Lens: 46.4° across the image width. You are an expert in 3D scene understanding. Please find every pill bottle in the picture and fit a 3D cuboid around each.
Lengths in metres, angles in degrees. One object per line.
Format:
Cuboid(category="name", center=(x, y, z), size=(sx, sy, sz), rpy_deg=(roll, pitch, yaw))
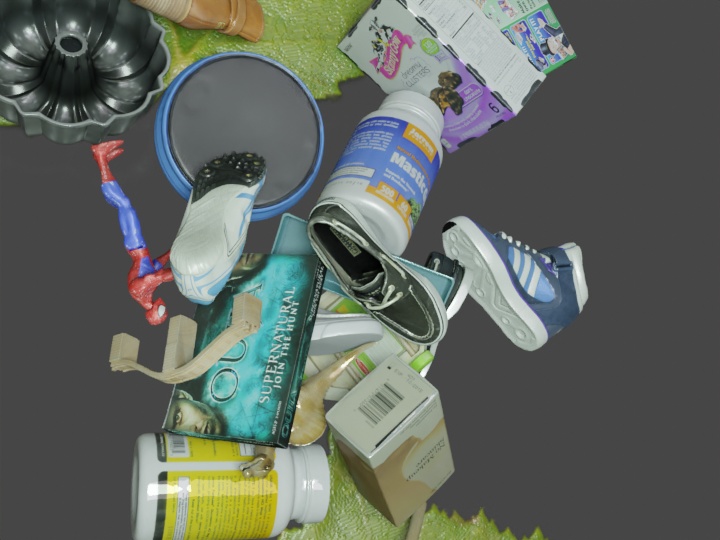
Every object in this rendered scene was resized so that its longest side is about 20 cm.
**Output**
Cuboid(category="pill bottle", center=(0.031, -0.115, 0.971), size=(0.112, 0.112, 0.200), rpy_deg=(34, 55, -13))
Cuboid(category="pill bottle", center=(-0.139, 0.230, 0.896), size=(0.199, 0.112, 0.113), rpy_deg=(4, 84, -19))

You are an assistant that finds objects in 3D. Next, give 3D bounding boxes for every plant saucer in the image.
Cuboid(category="plant saucer", center=(0.000, 0.000, 0.923), size=(0.199, 0.019, 0.070), rpy_deg=(22, 114, 2))

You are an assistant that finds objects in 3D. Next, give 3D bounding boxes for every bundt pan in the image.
Cuboid(category="bundt pan", center=(-0.305, -0.215, 0.881), size=(0.201, 0.076, 0.202), rpy_deg=(9, 63, -17))

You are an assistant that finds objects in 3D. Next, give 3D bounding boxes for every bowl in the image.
Cuboid(category="bowl", center=(-0.136, -0.158, 0.974), size=(0.200, 0.039, 0.201), rpy_deg=(2, 84, -20))

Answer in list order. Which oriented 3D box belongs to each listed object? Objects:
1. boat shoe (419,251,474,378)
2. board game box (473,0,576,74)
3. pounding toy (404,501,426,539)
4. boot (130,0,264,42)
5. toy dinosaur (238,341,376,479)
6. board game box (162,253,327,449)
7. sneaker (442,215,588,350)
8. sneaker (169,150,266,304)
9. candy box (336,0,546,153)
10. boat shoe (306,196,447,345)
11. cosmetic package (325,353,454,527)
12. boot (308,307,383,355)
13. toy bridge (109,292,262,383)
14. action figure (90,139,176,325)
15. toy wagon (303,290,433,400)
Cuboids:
Cuboid(category="boat shoe", center=(0.066, 0.073, 1.009), size=(0.060, 0.076, 0.200), rpy_deg=(29, 73, -7))
Cuboid(category="board game box", center=(0.185, -0.339, 1.110), size=(0.134, 0.029, 0.200), rpy_deg=(-32, 96, -19))
Cuboid(category="pounding toy", center=(0.030, 0.376, 0.920), size=(0.199, 0.184, 0.143), rpy_deg=(-14, 101, -20))
Cuboid(category="boot", center=(-0.191, -0.346, 0.951), size=(0.155, 0.077, 0.200), rpy_deg=(9, 44, -39))
Cuboid(category="toy dinosaur", center=(-0.074, 0.138, 0.894), size=(0.101, 0.058, 0.200), rpy_deg=(31, 59, 20))
Cuboid(category="board game box", center=(-0.118, 0.077, 0.868), size=(0.135, 0.028, 0.201), rpy_deg=(1, 65, 22))
Cuboid(category="sneaker", center=(0.207, -0.012, 1.068), size=(0.146, 0.081, 0.200), rpy_deg=(-38, 93, -28))
Cuboid(category="sneaker", center=(-0.149, -0.051, 0.888), size=(0.072, 0.073, 0.200), rpy_deg=(12, 50, 6))
Cuboid(category="candy box", center=(0.090, -0.249, 0.993), size=(0.200, 0.168, 0.072), rpy_deg=(41, 71, -11))
Cuboid(category="boat shoe", center=(0.015, 0.013, 0.879), size=(0.071, 0.064, 0.200), rpy_deg=(-39, 104, 23))
Cuboid(category="cosmetic package", center=(0.038, 0.192, 0.920), size=(0.105, 0.200, 0.071), rpy_deg=(-41, 56, -16))
Cuboid(category="boot", center=(-0.077, 0.043, 0.929), size=(0.199, 0.074, 0.096), rpy_deg=(-5, 69, 1))
Cuboid(category="toy bridge", center=(-0.186, 0.080, 0.860), size=(0.027, 0.200, 0.067), rpy_deg=(35, 46, -46))
Cuboid(category="action figure", center=(-0.223, -0.044, 0.917), size=(0.099, 0.065, 0.201), rpy_deg=(-13, 89, -14))
Cuboid(category="toy wagon", center=(-0.019, 0.087, 0.967), size=(0.200, 0.040, 0.155), rpy_deg=(-40, 76, 5))
